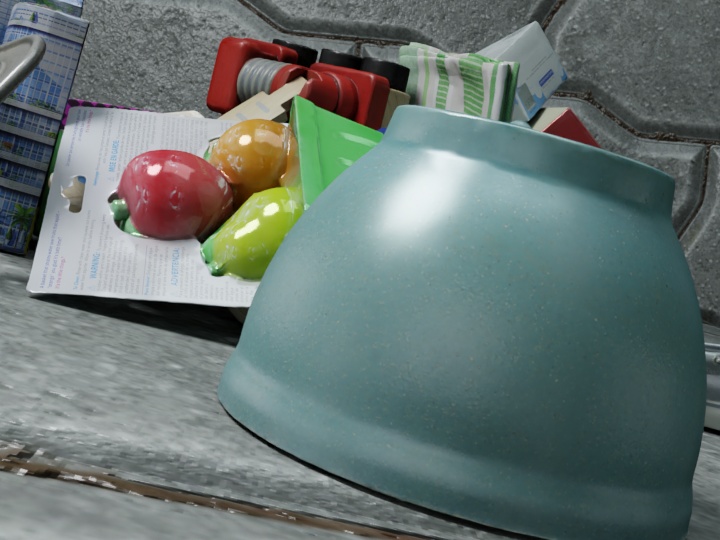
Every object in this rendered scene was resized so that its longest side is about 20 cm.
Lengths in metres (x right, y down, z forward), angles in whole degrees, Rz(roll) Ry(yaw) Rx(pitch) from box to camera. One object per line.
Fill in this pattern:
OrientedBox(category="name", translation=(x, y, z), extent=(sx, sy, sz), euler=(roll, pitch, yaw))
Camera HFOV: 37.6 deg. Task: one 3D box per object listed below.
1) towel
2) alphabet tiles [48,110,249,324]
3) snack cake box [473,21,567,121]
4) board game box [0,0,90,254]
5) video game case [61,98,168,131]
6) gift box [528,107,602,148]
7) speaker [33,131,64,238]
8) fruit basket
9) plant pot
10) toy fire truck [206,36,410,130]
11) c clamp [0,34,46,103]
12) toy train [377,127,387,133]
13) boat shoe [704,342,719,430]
OrientedBox(category="towel", translation=(0.070, -0.112, 0.904), extent=(0.023, 0.154, 0.200), euler=(1, 13, -22))
OrientedBox(category="alphabet tiles", translation=(-0.091, -0.041, 0.689), extent=(0.195, 0.015, 0.200), euler=(-13, 50, -45))
OrientedBox(category="snack cake box", translation=(0.091, -0.160, 1.049), extent=(0.199, 0.067, 0.115), euler=(-22, 17, 40))
OrientedBox(category="board game box", translation=(-0.237, -0.127, 0.728), extent=(0.061, 0.201, 0.200), euler=(14, 4, -22))
OrientedBox(category="video game case", translation=(-0.294, -0.117, 0.958), extent=(0.180, 0.036, 0.199), euler=(-10, -5, 33))
OrientedBox(category="gift box", translation=(0.151, -0.044, 1.022), extent=(0.185, 0.199, 0.187), euler=(53, 2, -10))
OrientedBox(category="speaker", translation=(-0.124, -0.037, 0.752), extent=(0.199, 0.089, 0.088), euler=(14, 4, -19))
OrientedBox(category="fruit basket", translation=(-0.079, -0.033, 0.619), extent=(0.198, 0.094, 0.186), euler=(0, 39, -8))
OrientedBox(category="plant pot", translation=(0.054, 0.010, 0.438), extent=(0.199, 0.135, 0.200), euler=(15, 3, -1))
OrientedBox(category="toy fire truck", translation=(-0.081, -0.144, 0.920), extent=(0.175, 0.130, 0.199), euler=(20, 8, 37))
OrientedBox(category="c clamp", translation=(-0.252, -0.073, 0.585), extent=(0.199, 0.171, 0.027), euler=(1, -41, 46))
OrientedBox(category="toy train", translation=(0.048, -0.030, 0.794), extent=(0.116, 0.084, 0.200), euler=(63, -5, -28))
OrientedBox(category="boat shoe", translation=(0.199, 0.059, 0.745), extent=(0.199, 0.072, 0.070), euler=(14, 5, -2))
